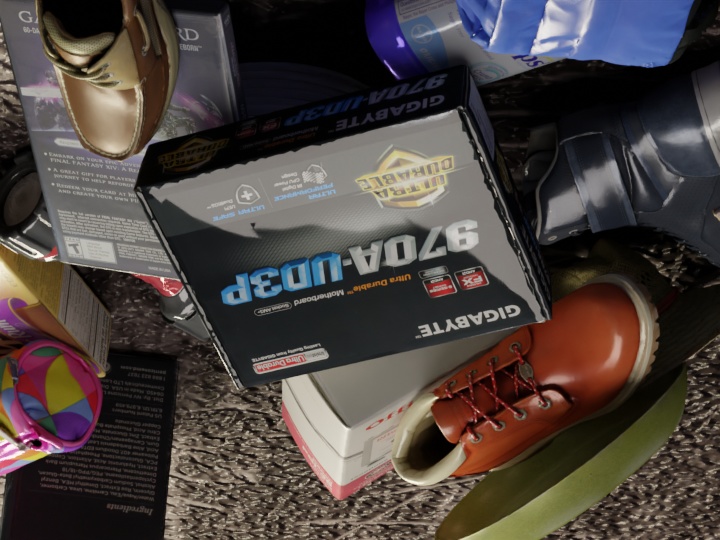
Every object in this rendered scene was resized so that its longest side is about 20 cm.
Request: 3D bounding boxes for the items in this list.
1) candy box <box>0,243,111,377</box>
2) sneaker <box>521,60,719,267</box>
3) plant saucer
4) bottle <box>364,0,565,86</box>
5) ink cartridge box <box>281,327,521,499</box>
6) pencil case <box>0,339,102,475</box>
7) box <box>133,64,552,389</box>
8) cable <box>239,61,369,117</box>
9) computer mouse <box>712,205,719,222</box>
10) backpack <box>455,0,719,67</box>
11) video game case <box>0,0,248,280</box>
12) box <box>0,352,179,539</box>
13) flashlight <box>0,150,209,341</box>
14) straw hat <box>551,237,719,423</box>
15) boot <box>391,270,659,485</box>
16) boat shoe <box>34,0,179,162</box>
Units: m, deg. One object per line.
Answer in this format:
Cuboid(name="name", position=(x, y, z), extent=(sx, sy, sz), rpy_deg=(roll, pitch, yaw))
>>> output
Cuboid(name="candy box", position=(-0.265, 0.014, 1.513), extent=(0.116, 0.057, 0.200), rpy_deg=(-6, 149, 15))
Cuboid(name="sneaker", position=(0.180, -0.039, 1.358), extent=(0.146, 0.077, 0.202), rpy_deg=(-18, 138, 12))
Cuboid(name="plant saucer", position=(0.136, 0.127, 1.406), extent=(0.200, 0.200, 0.031), rpy_deg=(-33, 94, 45))
Cuboid(name="bottle", position=(0.103, -0.154, 1.182), extent=(0.200, 0.065, 0.084), rpy_deg=(-15, 143, 27))
Cuboid(name="ink cartridge box", position=(0.026, 0.066, 1.468), extent=(0.146, 0.083, 0.200), rpy_deg=(-30, 165, -11))
Cuboid(name="pencil case", position=(-0.273, 0.111, 1.551), extent=(0.088, 0.089, 0.200), rpy_deg=(27, 144, -37))
Cuboid(name="box", position=(-0.007, -0.022, 1.245), extent=(0.200, 0.046, 0.159), rpy_deg=(-13, 127, 16))
Cuboid(name="cable", position=(-0.059, -0.053, 1.370), extent=(0.200, 0.069, 0.200), rpy_deg=(-15, 148, 28))
Cuboid(name="computer mouse", position=(0.229, -0.096, 1.237), extent=(0.046, 0.141, 0.200), rpy_deg=(30, 172, 34))
Cuboid(name="backpack", position=(0.092, -0.192, 0.978), extent=(0.167, 0.200, 0.163), rpy_deg=(2, 152, 0))
Cuboid(name="video game case", position=(-0.130, -0.077, 1.276), extent=(0.143, 0.019, 0.200), rpy_deg=(8, 131, 19))
Cuboid(name="box", position=(-0.217, 0.190, 1.679), extent=(0.117, 0.200, 0.197), rpy_deg=(8, 150, -11))
Cuboid(name="flashlight", position=(-0.159, -0.009, 1.453), extent=(0.068, 0.068, 0.200), rpy_deg=(-20, 143, 32))
Cuboid(name="straw hat", position=(0.168, 0.026, 1.468), extent=(0.201, 0.201, 0.085), rpy_deg=(-31, 94, 44))
Cuboid(name="boot", position=(0.101, 0.074, 1.357), extent=(0.107, 0.075, 0.200), rpy_deg=(-11, 154, -45))
Cuboid(name="boat shoe", position=(-0.145, -0.137, 1.164), extent=(0.075, 0.074, 0.200), rpy_deg=(15, 135, 14))
